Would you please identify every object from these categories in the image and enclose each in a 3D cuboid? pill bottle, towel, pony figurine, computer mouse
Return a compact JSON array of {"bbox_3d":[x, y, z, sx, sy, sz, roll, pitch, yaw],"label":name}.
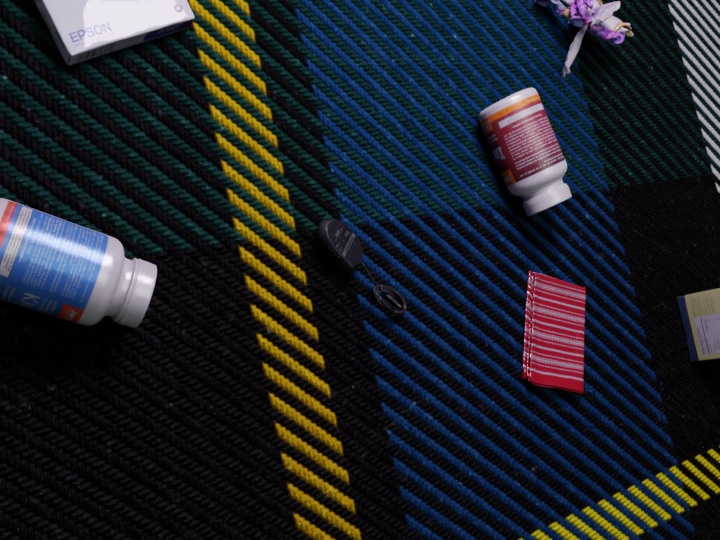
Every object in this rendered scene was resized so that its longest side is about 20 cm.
[{"bbox_3d":[-0.351,0.000,0.908,0.197,0.112,0.115,21,69,-24],"label":"pill bottle"},{"bbox_3d":[0.350,0.112,1.355,0.142,0.022,0.204,16,71,-28],"label":"towel"},{"bbox_3d":[0.434,-0.499,1.480,0.200,0.167,0.193,44,52,3],"label":"pony figurine"},{"bbox_3d":[0.000,0.000,1.170,0.201,0.034,0.059,49,43,-18],"label":"computer mouse"},{"bbox_3d":[0.295,-0.206,1.338,0.112,0.112,0.203,-24,91,-32],"label":"pill bottle"}]

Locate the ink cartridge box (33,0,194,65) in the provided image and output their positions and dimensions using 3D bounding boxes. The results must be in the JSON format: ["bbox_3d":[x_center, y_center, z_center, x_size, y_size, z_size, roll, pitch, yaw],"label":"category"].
[{"bbox_3d":[-0.355,-0.405,1.036,0.198,0.040,0.203,-31,95,-32],"label":"ink cartridge box"}]

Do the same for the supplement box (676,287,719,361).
[{"bbox_3d":[0.785,0.092,1.513,0.197,0.199,0.137,-6,82,-31],"label":"supplement box"}]
